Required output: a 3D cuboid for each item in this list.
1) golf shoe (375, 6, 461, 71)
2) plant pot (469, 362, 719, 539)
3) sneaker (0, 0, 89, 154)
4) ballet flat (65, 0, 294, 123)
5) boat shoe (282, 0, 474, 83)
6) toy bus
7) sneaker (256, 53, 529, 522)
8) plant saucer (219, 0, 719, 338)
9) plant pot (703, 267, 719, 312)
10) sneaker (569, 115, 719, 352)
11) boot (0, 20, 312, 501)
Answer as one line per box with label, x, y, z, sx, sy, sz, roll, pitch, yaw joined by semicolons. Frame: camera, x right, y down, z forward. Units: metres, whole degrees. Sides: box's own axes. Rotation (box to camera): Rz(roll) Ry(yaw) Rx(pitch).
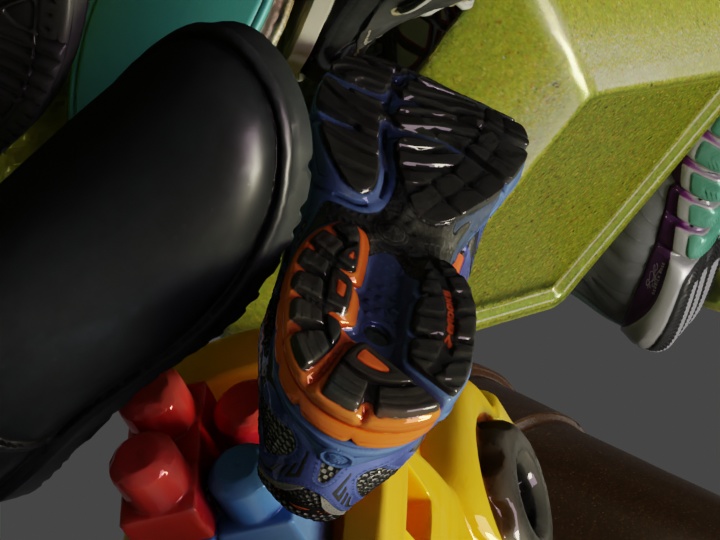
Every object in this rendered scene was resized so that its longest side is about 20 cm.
golf shoe;0.048;-0.105;0.960;0.077;0.088;0.200;-66;149;-13
plant pot;0.100;0.162;1.066;0.200;0.198;0.201;-33;132;-46
sneaker;-0.086;-0.130;0.753;0.104;0.060;0.200;-58;171;-61
ballet flat;-0.041;-0.120;0.839;0.071;0.071;0.201;18;90;-58
boat shoe;0.017;-0.103;0.832;0.200;0.067;0.072;133;-26;-68
toy bus;-0.023;0.086;0.863;0.200;0.135;0.192;-86;155;-46
sneaker;0.000;0.000;0.797;0.079;0.075;0.200;-61;-175;37
plant saucer;0.067;-0.040;0.966;0.200;0.048;0.200;-15;148;-55
plant pot;0.222;-0.064;1.176;0.184;0.200;0.201;-19;121;-39
sneaker;0.127;-0.064;1.064;0.074;0.087;0.200;-35;148;-58
boot;-0.120;0.014;0.709;0.200;0.076;0.168;-47;162;29
